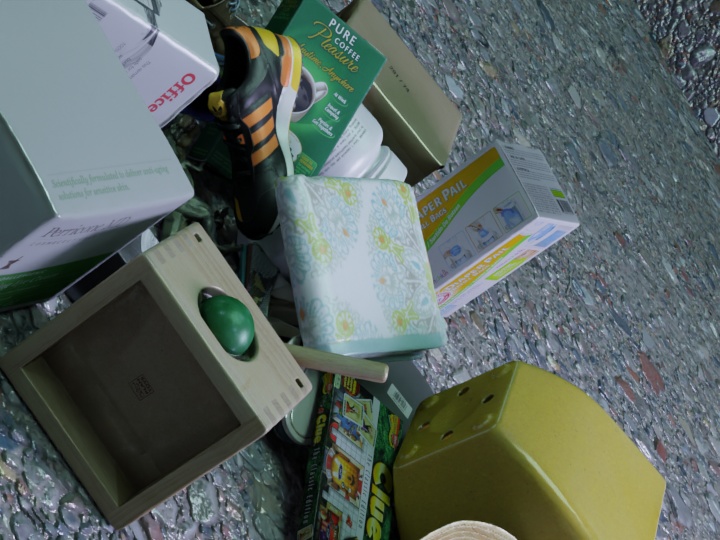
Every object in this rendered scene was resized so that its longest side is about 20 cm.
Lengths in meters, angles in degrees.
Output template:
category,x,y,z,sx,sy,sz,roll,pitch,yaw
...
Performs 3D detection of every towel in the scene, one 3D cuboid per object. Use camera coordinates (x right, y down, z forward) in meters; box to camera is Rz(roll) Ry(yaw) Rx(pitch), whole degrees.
category,x,y,z,sx,sy,sz,roll,pitch,yaw
towel,0.000,0.000,1.625,0.200,0.048,0.172,-1,74,-55

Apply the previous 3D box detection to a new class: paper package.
category,x,y,z,sx,sy,sz,roll,pitch,yaw
paper package,0.013,-0.199,2.055,0.200,0.103,0.191,49,25,-12

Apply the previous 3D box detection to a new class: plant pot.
category,x,y,z,sx,sy,sz,roll,pitch,yaw
plant pot,0.138,0.203,1.607,0.201,0.195,0.194,56,29,-17

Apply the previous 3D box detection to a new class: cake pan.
category,x,y,z,sx,sy,sz,roll,pitch,yaw
cake pan,0.025,0.139,1.724,0.200,0.037,0.201,43,26,-27

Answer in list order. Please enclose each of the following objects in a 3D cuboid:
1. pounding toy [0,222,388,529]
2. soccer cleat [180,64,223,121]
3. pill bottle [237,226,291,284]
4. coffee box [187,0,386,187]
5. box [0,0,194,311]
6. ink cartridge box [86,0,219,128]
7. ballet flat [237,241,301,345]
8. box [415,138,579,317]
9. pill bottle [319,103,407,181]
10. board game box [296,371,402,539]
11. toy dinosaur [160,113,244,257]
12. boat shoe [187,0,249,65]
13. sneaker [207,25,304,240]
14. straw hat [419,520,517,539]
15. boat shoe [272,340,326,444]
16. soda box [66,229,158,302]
category,x,y,z,sx,sy,sz,roll,pitch,yaw
pounding toy,-0.122,0.073,1.327,0.185,0.200,0.142,55,23,-2
soccer cleat,-0.202,-0.198,1.655,0.199,0.065,0.084,24,23,-34
pill bottle,-0.021,-0.012,1.738,0.200,0.111,0.111,26,37,-48
coffee box,-0.071,-0.164,1.753,0.123,0.201,0.044,34,-9,-33
box,-0.270,-0.087,1.285,0.201,0.171,0.199,58,24,7
ink cartridge box,-0.242,-0.198,1.514,0.200,0.145,0.084,31,31,-43
ballet flat,-0.086,0.049,1.579,0.071,0.069,0.200,6,36,0
box,0.120,-0.042,1.934,0.112,0.200,0.102,5,54,-58
pill bottle,-0.049,-0.148,1.857,0.200,0.113,0.114,48,25,-17
board game box,-0.009,0.193,1.539,0.105,0.023,0.201,44,40,-39
toy dinosaur,-0.155,-0.052,1.626,0.088,0.047,0.201,34,36,-34
boat shoe,-0.166,-0.277,1.852,0.200,0.072,0.073,22,40,-52
sneaker,-0.111,-0.131,1.651,0.090,0.070,0.202,13,79,-41
straw hat,0.067,0.304,1.521,0.201,0.202,0.085,41,-16,-30
boat shoe,-0.046,0.089,1.616,0.075,0.062,0.201,58,34,-30
soda box,-0.164,0.049,1.448,0.200,0.063,0.071,54,24,-6
